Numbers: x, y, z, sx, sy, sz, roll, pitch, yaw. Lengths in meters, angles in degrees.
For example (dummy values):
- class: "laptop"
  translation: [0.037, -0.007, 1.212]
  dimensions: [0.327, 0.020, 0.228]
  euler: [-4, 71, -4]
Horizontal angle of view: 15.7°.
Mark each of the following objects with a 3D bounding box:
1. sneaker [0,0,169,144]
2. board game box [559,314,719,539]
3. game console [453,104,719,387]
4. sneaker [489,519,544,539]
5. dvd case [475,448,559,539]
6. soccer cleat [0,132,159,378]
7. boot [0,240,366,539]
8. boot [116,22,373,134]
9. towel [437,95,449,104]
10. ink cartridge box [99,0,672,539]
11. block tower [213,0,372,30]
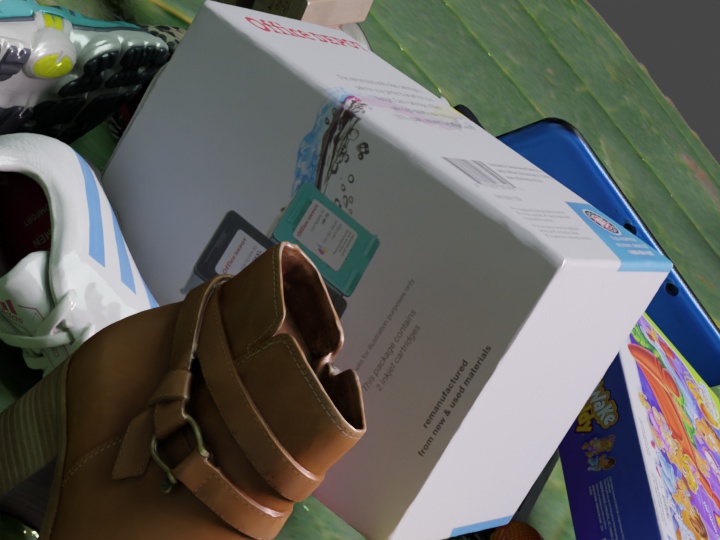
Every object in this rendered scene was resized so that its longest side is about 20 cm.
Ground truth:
- class: "sneaker"
  translation: [-0.152, -0.103, 1.140]
  dimensions: [0.080, 0.077, 0.200]
  euler: [56, 19, 18]
- class: "board game box"
  translation: [0.153, 0.110, 1.348]
  dimensions: [0.134, 0.045, 0.201]
  euler: [46, 24, -37]
- class: "game console"
  translation: [0.142, -0.020, 1.619]
  dimensions: [0.200, 0.118, 0.171]
  euler: [54, 22, -15]
- class: "sneaker"
  translation: [0.120, 0.212, 1.316]
  dimensions: [0.073, 0.077, 0.201]
  euler: [19, 43, -57]
- class: "dvd case"
  translation: [0.060, 0.055, 1.464]
  dimensions: [0.151, 0.025, 0.200]
  euler: [57, 20, -6]
- class: "soccer cleat"
  translation: [-0.110, 0.033, 1.060]
  dimensions: [0.201, 0.070, 0.086]
  euler: [57, 23, 14]
- class: "boot"
  translation: [-0.058, 0.098, 0.958]
  dimensions: [0.074, 0.154, 0.201]
  euler: [24, 40, -56]
- class: "boot"
  translation: [-0.035, -0.038, 1.295]
  dimensions: [0.153, 0.073, 0.205]
  euler: [-7, 69, -50]
- class: "towel"
  translation: [0.092, 0.001, 1.499]
  dimensions: [0.201, 0.023, 0.153]
  euler: [59, 5, -16]
- class: "ink cartridge box"
  translation: [0.000, 0.000, 1.137]
  dimensions: [0.200, 0.147, 0.147]
  euler: [37, 14, 21]
- class: "block tower"
  translation: [-0.080, -0.184, 1.319]
  dimensions: [0.200, 0.054, 0.058]
  euler: [41, 31, 27]
